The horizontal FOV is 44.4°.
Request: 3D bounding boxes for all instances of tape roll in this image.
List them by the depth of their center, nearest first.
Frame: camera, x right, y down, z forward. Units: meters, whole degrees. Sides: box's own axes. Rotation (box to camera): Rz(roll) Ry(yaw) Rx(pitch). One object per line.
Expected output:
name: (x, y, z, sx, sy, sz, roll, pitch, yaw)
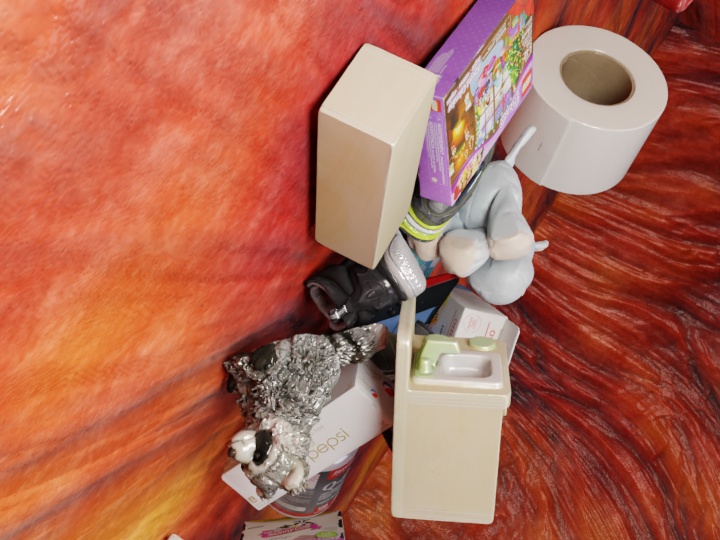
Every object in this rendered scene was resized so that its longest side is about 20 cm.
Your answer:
tape roll: (0.313, -0.228, 1.254, 0.203, 0.202, 0.139, -49, 166, -31)

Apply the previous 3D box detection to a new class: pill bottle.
pill bottle: (-0.063, 0.224, 1.131, 0.116, 0.116, 0.200, -46, 164, -41)

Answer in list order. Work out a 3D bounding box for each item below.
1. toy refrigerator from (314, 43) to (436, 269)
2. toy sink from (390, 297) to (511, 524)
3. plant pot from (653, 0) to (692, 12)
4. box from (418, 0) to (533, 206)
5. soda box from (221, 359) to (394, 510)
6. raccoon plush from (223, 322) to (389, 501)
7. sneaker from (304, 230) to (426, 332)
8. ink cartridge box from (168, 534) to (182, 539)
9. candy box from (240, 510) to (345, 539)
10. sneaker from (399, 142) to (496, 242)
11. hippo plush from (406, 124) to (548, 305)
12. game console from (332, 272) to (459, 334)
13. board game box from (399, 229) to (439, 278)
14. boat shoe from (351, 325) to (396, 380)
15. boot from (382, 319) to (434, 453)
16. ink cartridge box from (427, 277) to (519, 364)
toy refrigerator: (0.005, -0.088, 0.734, 0.076, 0.070, 0.200, -59, 170, -24)
toy sink: (0.092, 0.134, 0.898, 0.130, 0.112, 0.201, -74, 166, -70)
plant pot: (0.263, -0.357, 0.777, 0.201, 0.182, 0.201, -53, 167, -18)
box: (0.115, -0.181, 0.872, 0.200, 0.039, 0.137, -55, 152, -30)
soda box: (-0.056, 0.173, 0.945, 0.200, 0.064, 0.068, -37, -160, 23)
raccoon plush: (-0.036, 0.128, 0.823, 0.199, 0.134, 0.097, -14, 168, -22)
sneaker: (0.000, 0.000, 0.928, 0.114, 0.076, 0.200, -30, -167, 4)
ink cartridge box: (-0.214, 0.390, 1.041, 0.115, 0.068, 0.200, -53, 167, -20)
candy box: (-0.083, 0.365, 1.094, 0.200, 0.136, 0.061, -143, -133, -85)
sneaker: (0.114, -0.120, 0.978, 0.081, 0.074, 0.200, -39, -160, 57)
hippo plush: (0.146, -0.046, 1.093, 0.161, 0.159, 0.201, 63, 29, -51)
game console: (0.029, 0.087, 1.163, 0.176, 0.031, 0.200, -12, 146, -37)
board game box: (0.093, -0.054, 1.199, 0.200, 0.047, 0.151, -57, 167, 0)
boat shoe: (-0.024, 0.116, 1.045, 0.200, 0.072, 0.068, -1, 142, -41)
boot: (0.079, 0.163, 1.098, 0.131, 0.200, 0.070, -30, 157, -4)
ink cartridge box: (0.132, 0.093, 1.205, 0.200, 0.068, 0.116, -137, -117, -69)
